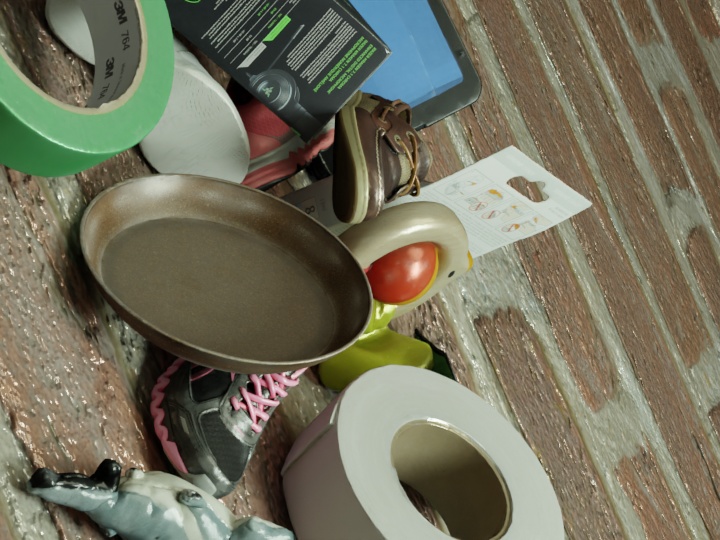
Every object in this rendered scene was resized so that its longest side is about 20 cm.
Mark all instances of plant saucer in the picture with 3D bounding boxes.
[{"bbox_3d":[-0.091,0.006,1.567,0.200,0.032,0.200,16,34,-11],"label":"plant saucer"}]

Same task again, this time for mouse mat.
[{"bbox_3d":[0.083,0.130,1.875,0.200,0.008,0.161,-144,-147,-81],"label":"mouse mat"}]

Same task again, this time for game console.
[{"bbox_3d":[-0.006,-0.196,1.983,0.200,0.116,0.176,63,22,-6],"label":"game console"}]

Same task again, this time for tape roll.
[{"bbox_3d":[0.045,0.166,1.692,0.202,0.071,0.203,26,39,-23],"label":"tape roll"},{"bbox_3d":[-0.205,-0.161,1.515,0.200,0.048,0.201,28,51,-41],"label":"tape roll"}]

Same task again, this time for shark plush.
[{"bbox_3d":[-0.117,0.166,1.430,0.200,0.091,0.083,45,60,-53],"label":"shark plush"}]

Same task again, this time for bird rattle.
[{"bbox_3d":[0.000,0.000,1.759,0.113,0.163,0.200,59,4,36],"label":"bird rattle"}]

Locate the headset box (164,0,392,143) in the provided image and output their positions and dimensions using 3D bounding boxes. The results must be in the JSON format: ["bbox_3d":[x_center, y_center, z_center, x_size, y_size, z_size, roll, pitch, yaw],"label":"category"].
[{"bbox_3d":[-0.086,-0.203,1.714,0.200,0.093,0.174,39,9,-28],"label":"headset box"}]

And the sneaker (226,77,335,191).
[{"bbox_3d":[-0.061,-0.120,1.830,0.087,0.074,0.200,59,26,-6],"label":"sneaker"}]

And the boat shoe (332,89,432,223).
[{"bbox_3d":[0.017,-0.085,1.723,0.200,0.072,0.072,-93,-174,-73],"label":"boat shoe"}]

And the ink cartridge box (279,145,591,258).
[{"bbox_3d":[0.059,-0.053,1.873,0.160,0.200,0.047,28,43,-57],"label":"ink cartridge box"}]

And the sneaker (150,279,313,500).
[{"bbox_3d":[-0.076,0.071,1.579,0.079,0.095,0.200,57,24,-29],"label":"sneaker"}]

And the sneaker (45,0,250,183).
[{"bbox_3d":[-0.144,-0.144,1.684,0.200,0.075,0.089,54,13,-26],"label":"sneaker"}]
